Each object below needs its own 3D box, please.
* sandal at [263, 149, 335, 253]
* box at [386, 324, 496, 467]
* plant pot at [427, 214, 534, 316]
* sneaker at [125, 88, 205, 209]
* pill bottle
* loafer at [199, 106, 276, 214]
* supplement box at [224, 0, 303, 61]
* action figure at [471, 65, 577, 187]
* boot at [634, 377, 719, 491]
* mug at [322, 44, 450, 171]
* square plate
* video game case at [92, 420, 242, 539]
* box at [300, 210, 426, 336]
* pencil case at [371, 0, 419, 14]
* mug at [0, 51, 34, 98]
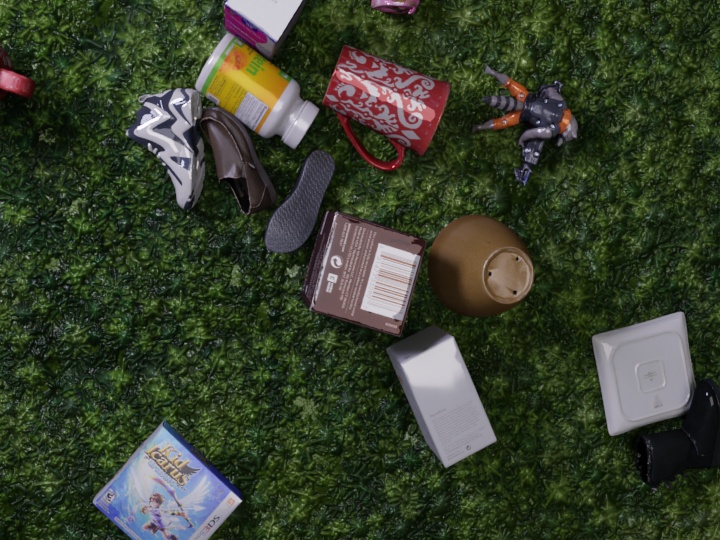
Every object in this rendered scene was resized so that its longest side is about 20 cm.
[{"bbox_3d":[-0.105,-0.117,1.563,0.075,0.043,0.203,33,79,-17],"label":"sandal"},{"bbox_3d":[0.141,0.218,1.566,0.104,0.152,0.204,-24,98,-5],"label":"box"},{"bbox_3d":[0.227,0.001,1.540,0.181,0.200,0.192,-1,96,-8],"label":"plant pot"},{"bbox_3d":[-0.338,-0.208,1.501,0.126,0.080,0.204,5,114,9],"label":"sneaker"},{"bbox_3d":[-0.171,-0.298,1.497,0.198,0.111,0.112,34,89,-10],"label":"pill bottle"},{"bbox_3d":[-0.215,-0.183,1.499,0.071,0.072,0.202,-45,110,-38],"label":"loafer"},{"bbox_3d":[-0.156,-0.428,1.445,0.100,0.200,0.105,33,90,-9],"label":"supplement box"},{"bbox_3d":[0.299,-0.259,1.582,0.189,0.105,0.205,13,90,0],"label":"action figure"},{"bbox_3d":[0.604,0.313,1.673,0.158,0.074,0.203,-10,111,-9],"label":"boot"},{"bbox_3d":[0.034,-0.280,1.524,0.196,0.133,0.181,22,89,-7],"label":"mug"},{"bbox_3d":[0.555,0.200,1.694,0.195,0.028,0.203,-13,96,-8],"label":"square plate"},{"bbox_3d":[-0.339,0.404,1.560,0.200,0.045,0.182,44,86,-9],"label":"video game case"},{"bbox_3d":[0.000,0.000,1.503,0.160,0.200,0.170,15,92,-9],"label":"box"},{"bbox_3d":[0.063,-0.549,1.531,0.081,0.086,0.206,-1,96,-40],"label":"pencil case"},{"bbox_3d":[-0.606,-0.306,1.376,0.133,0.200,0.178,-43,100,-4],"label":"mug"}]
